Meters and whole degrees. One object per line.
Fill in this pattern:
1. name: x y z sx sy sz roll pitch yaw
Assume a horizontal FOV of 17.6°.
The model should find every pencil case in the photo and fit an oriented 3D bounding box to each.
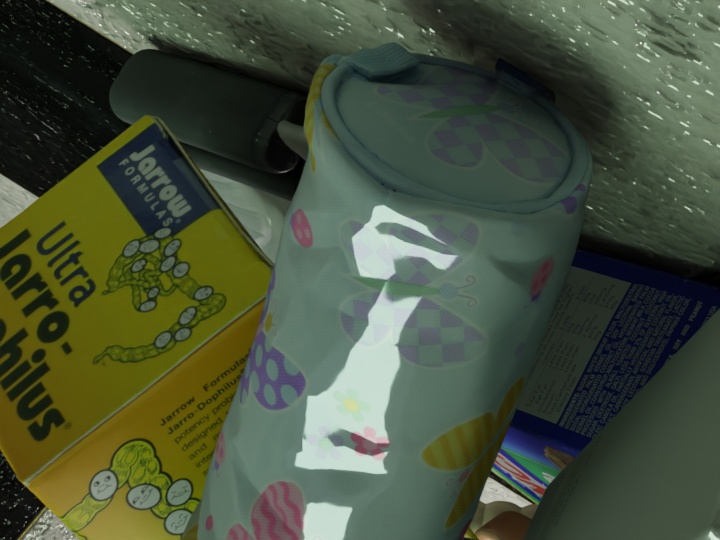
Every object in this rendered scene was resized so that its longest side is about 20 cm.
1. pencil case: 0.001 0.032 0.702 0.090 0.201 0.083 29 -145 19

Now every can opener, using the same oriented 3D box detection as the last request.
1. can opener: -0.035 -0.032 0.871 0.199 0.067 0.053 21 165 49

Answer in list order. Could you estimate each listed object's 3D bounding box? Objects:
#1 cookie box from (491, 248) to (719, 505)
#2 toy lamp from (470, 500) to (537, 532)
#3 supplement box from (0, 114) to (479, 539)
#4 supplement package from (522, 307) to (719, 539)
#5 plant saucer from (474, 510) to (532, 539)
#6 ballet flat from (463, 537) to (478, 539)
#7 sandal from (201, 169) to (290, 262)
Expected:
1. cookie box: 0.117 0.064 0.858 0.171 0.075 0.200 37 170 -32
2. toy lamp: 0.076 0.125 1.163 0.198 0.059 0.058 3 166 9
3. supplement box: -0.051 0.062 0.841 0.109 0.109 0.200 49 176 44
4. supplement package: 0.119 0.093 0.639 0.121 0.120 0.200 31 145 -2
5. plant saucer: 0.119 0.186 0.996 0.201 0.032 0.200 53 169 15
6. ballet flat: 0.052 0.121 0.786 0.198 0.068 0.064 3 165 -4
7. sandal: 0.000 -0.003 0.974 0.207 0.059 0.079 52 164 10
